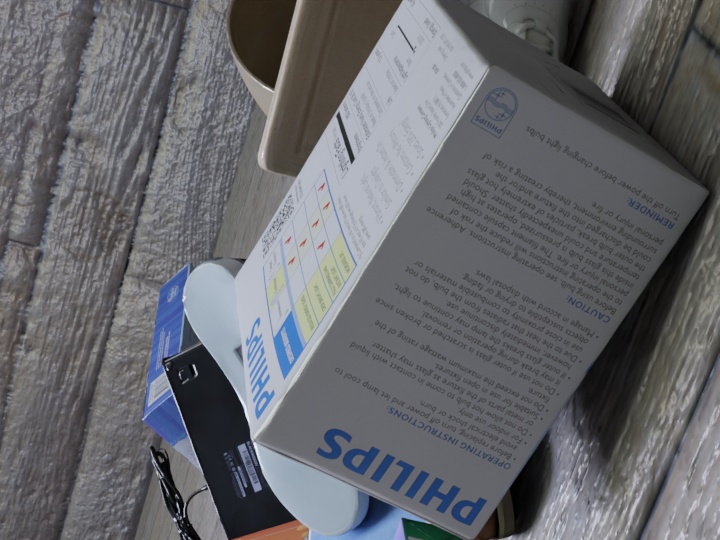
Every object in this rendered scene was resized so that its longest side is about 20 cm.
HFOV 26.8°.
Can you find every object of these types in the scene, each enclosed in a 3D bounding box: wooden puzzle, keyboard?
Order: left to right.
[{"bbox_3d":[-0.097,0.152,1.104,0.021,0.127,0.201,1,-114,-66],"label":"keyboard"},{"bbox_3d":[0.033,-0.134,0.931,0.037,0.199,0.186,19,96,52],"label":"wooden puzzle"}]

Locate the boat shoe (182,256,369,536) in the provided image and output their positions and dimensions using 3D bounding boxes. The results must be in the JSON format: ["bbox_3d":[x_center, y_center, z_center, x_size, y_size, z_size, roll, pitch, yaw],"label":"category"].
[{"bbox_3d":[-0.035,0.075,1.008,0.071,0.091,0.201,-36,76,31],"label":"boat shoe"}]

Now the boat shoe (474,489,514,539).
[{"bbox_3d":[0.026,0.106,0.868,0.200,0.068,0.072,-140,41,-68],"label":"boat shoe"}]

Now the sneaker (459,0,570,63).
[{"bbox_3d":[0.096,-0.100,0.896,0.099,0.078,0.201,20,97,64],"label":"sneaker"}]

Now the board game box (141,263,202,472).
[{"bbox_3d":[-0.093,0.117,1.264,0.043,0.199,0.200,-38,24,18],"label":"board game box"}]

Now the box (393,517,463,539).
[{"bbox_3d":[0.018,0.259,0.872,0.117,0.048,0.201,-101,25,-68],"label":"box"}]

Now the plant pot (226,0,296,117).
[{"bbox_3d":[0.009,-0.149,1.134,0.135,0.199,0.201,79,-167,-51],"label":"plant pot"}]

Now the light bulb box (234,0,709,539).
[{"bbox_3d":[0.040,-0.013,0.751,0.201,0.124,0.198,-58,17,15],"label":"light bulb box"}]

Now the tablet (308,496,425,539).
[{"bbox_3d":[0.016,0.113,1.016,0.130,0.014,0.201,-34,33,28],"label":"tablet"}]

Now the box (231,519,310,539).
[{"bbox_3d":[-0.087,0.257,0.983,0.098,0.124,0.200,67,-161,-9],"label":"box"}]
